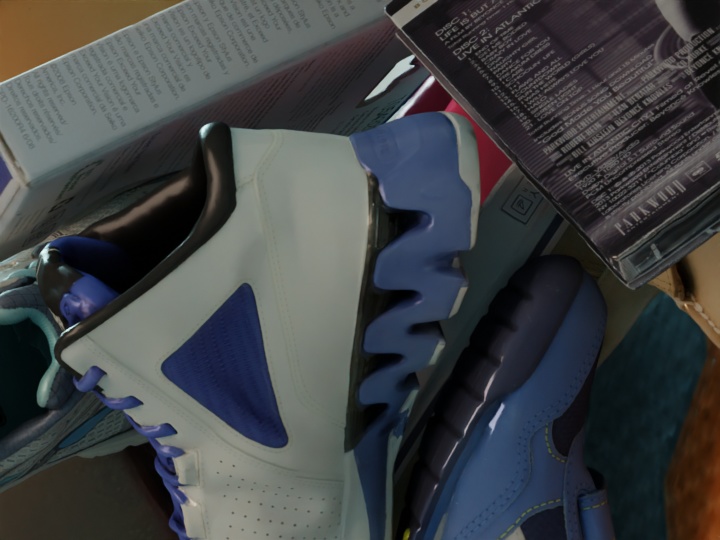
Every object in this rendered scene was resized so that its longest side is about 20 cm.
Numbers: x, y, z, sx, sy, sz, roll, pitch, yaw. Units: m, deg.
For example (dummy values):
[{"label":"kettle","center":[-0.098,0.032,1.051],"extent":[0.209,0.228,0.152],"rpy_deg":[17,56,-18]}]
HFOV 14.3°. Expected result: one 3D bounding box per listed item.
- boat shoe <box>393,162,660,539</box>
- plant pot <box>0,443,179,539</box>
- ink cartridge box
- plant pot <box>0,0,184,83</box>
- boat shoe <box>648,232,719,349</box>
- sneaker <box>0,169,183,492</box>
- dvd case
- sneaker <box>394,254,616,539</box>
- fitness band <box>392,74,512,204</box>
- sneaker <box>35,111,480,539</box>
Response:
[{"label":"boat shoe","center":[0.034,0.050,0.922],"extent":[0.072,0.062,0.200],"rpy_deg":[-46,-12,-44]},{"label":"plant pot","center":[-0.149,0.092,1.004],"extent":[0.175,0.200,0.200],"rpy_deg":[-28,38,8]},{"label":"ink cartridge box","center":[-0.058,-0.055,1.010],"extent":[0.043,0.200,0.196],"rpy_deg":[60,157,6]},{"label":"plant pot","center":[-0.120,-0.032,1.197],"extent":[0.140,0.200,0.200],"rpy_deg":[52,128,42]},{"label":"boat shoe","center":[0.091,-0.027,0.822],"extent":[0.200,0.069,0.074],"rpy_deg":[-115,42,-57]},{"label":"sneaker","center":[-0.091,0.026,0.895],"extent":[0.078,0.200,0.086],"rpy_deg":[55,152,1]},{"label":"dvd case","center":[0.097,-0.080,0.799],"extent":[0.149,0.016,0.200],"rpy_deg":[-36,29,0]},{"label":"sneaker","center":[0.049,0.095,0.844],"extent":[0.074,0.082,0.200],"rpy_deg":[-93,16,-83]},{"label":"fitness band","center":[0.000,0.000,0.979],"extent":[0.200,0.037,0.144],"rpy_deg":[-56,5,-13]},{"label":"sneaker","center":[-0.044,0.037,0.846],"extent":[0.081,0.115,0.200],"rpy_deg":[-109,31,-65]}]
